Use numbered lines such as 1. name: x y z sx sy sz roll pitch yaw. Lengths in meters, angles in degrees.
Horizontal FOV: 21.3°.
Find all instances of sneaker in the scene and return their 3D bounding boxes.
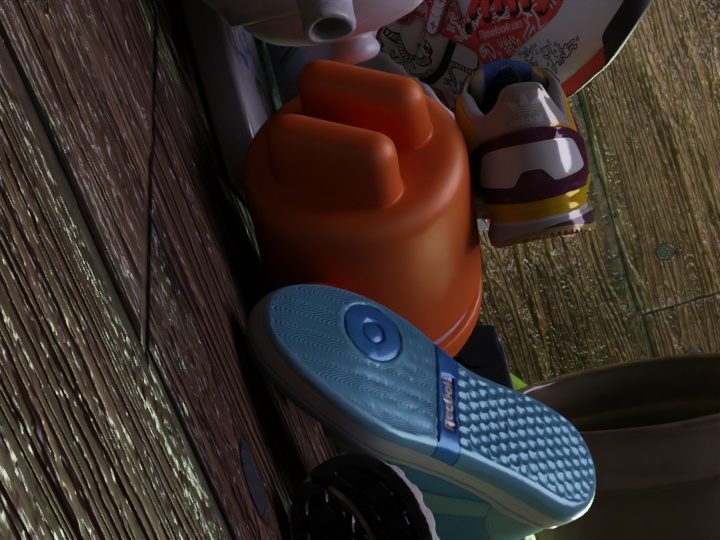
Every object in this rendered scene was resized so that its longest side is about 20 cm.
1. sneaker: 0.025 0.181 0.856 0.079 0.074 0.200 74 0 -76
2. sneaker: 0.003 0.092 0.944 0.200 0.131 0.080 32 42 -22
3. sneaker: 0.078 -0.145 1.071 0.108 0.067 0.201 36 -24 -10
4. sneaker: 0.084 -0.073 1.040 0.200 0.075 0.090 -125 -154 -77

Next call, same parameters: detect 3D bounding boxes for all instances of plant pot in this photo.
1. plant pot: 0.189 0.158 1.214 0.200 0.200 0.174 -71 153 -82

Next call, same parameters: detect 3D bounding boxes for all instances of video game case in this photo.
1. video game case: -0.069 -0.117 1.105 0.182 0.024 0.200 55 19 -73

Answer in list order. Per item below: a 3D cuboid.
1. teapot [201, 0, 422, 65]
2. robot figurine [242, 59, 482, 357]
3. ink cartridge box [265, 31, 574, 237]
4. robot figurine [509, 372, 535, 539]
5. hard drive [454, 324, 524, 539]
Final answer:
1. teapot: -0.018 -0.177 0.976 0.197 0.200 0.146 -4 -76 50
2. robot figurine: 0.005 -0.019 0.993 0.200 0.117 0.144 80 -8 -50
3. ink cartridge box: 0.043 -0.105 1.185 0.057 0.200 0.163 -50 -133 48
4. robot figurine: 0.089 0.147 1.408 0.176 0.116 0.200 62 -3 36
5. hard drive: 0.064 0.151 1.158 0.140 0.038 0.200 -100 -165 -53
